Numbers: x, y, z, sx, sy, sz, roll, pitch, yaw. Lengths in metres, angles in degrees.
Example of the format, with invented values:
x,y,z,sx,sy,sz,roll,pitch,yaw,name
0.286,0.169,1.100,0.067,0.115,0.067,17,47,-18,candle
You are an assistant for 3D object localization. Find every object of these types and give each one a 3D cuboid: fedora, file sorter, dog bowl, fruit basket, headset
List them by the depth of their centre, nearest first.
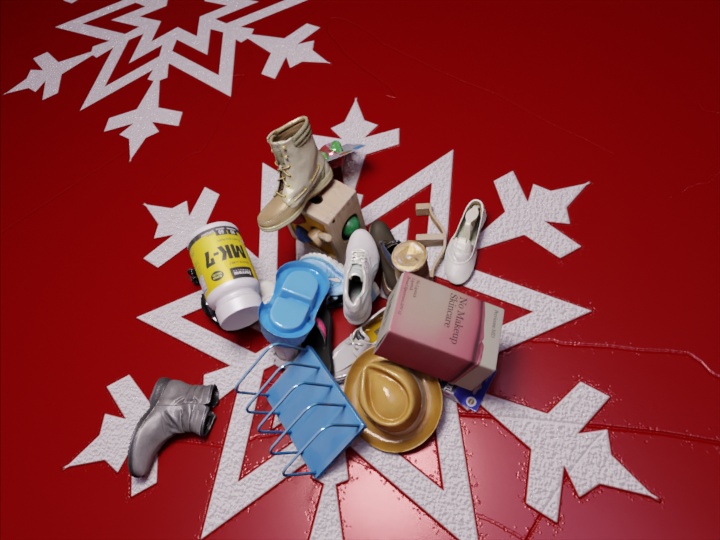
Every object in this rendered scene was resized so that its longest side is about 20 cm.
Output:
x,y,z,sx,sy,sz,roll,pitch,yaw,name
-0.116,0.250,1.048,0.139,0.122,0.200,-48,58,13,file sorter
0.050,0.226,1.055,0.197,0.082,0.204,-5,71,15,fedora
-0.132,0.068,1.148,0.110,0.050,0.201,19,45,1,dog bowl
-0.301,0.056,1.282,0.199,0.094,0.124,33,64,11,headset
-0.100,-0.271,1.386,0.198,0.095,0.185,-29,19,-8,fruit basket

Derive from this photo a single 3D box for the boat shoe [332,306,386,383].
x,y,z,sx,sy,sz,roll,pitch,yaw,name
0.003,0.140,1.148,0.199,0.070,0.071,-36,57,-9,boat shoe

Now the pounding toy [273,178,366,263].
x,y,z,sx,sy,sz,roll,pitch,yaw,name
-0.082,-0.105,1.253,0.199,0.185,0.143,29,68,26,pounding toy

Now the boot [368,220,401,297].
x,y,z,sx,sy,sz,roll,pitch,yaw,name
0.068,-0.049,1.229,0.074,0.097,0.202,-5,56,-17,boot

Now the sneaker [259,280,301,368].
x,y,z,sx,sy,sz,roll,pitch,yaw,name
-0.168,0.096,1.196,0.074,0.081,0.202,-17,60,-15,sneaker

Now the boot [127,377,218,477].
x,y,z,sx,sy,sz,roll,pitch,yaw,name
-0.359,0.307,1.128,0.130,0.070,0.203,8,64,11,boot

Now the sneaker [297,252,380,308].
x,y,z,sx,sy,sz,roll,pitch,yaw,name
-0.061,0.030,1.230,0.198,0.079,0.091,23,68,24,sneaker

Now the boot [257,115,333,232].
x,y,z,sx,sy,sz,roll,pitch,yaw,name
-0.149,-0.187,1.135,0.072,0.155,0.200,29,67,36,boot

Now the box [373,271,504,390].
x,y,z,sx,sy,sz,roll,pitch,yaw,name
0.139,0.109,1.036,0.197,0.109,0.129,20,57,-4,box

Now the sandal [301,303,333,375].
x,y,z,sx,sy,sz,roll,pitch,yaw,name
-0.093,0.132,1.168,0.075,0.045,0.202,-32,43,19,sandal

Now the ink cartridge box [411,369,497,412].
x,y,z,sx,sy,sz,roll,pitch,yaw,name
0.152,0.180,1.115,0.198,0.037,0.095,25,66,23,ink cartridge box

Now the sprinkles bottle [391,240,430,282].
x,y,z,sx,sy,sz,roll,pitch,yaw,name
0.104,0.026,1.121,0.067,0.201,0.069,-5,57,9,sprinkles bottle

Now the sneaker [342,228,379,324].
x,y,z,sx,sy,sz,roll,pitch,yaw,name
0.000,0.000,1.158,0.069,0.081,0.203,0,63,6,sneaker

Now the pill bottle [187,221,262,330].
x,y,z,sx,sy,sz,roll,pitch,yaw,name
-0.272,0.012,1.191,0.113,0.115,0.202,-25,68,-4,pill bottle

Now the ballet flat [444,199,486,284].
x,y,z,sx,sy,sz,roll,pitch,yaw,name
0.222,-0.068,1.237,0.069,0.070,0.202,13,62,19,ballet flat

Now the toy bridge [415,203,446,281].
x,y,z,sx,sy,sz,roll,pitch,yaw,name
0.154,-0.067,1.273,0.066,0.027,0.202,-2,58,8,toy bridge
